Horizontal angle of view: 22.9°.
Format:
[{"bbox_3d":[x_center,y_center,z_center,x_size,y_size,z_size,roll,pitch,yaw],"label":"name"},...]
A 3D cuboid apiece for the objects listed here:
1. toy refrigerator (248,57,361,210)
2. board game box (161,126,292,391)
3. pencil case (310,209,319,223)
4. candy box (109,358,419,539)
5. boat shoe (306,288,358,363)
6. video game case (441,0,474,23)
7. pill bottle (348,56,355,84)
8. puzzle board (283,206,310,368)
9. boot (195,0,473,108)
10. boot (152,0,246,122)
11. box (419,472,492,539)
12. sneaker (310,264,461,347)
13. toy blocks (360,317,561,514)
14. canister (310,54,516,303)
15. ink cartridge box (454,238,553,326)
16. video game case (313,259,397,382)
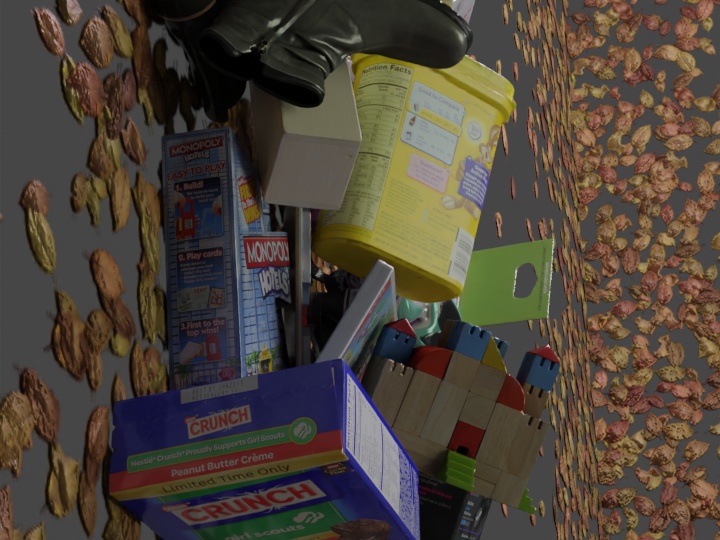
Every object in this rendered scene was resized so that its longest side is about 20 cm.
[{"bbox_3d":[-0.046,-0.145,1.428,0.200,0.070,0.076,-100,-158,-45],"label":"toy refrigerator"},{"bbox_3d":[-0.100,-0.010,1.402,0.200,0.062,0.200,-8,91,-75],"label":"board game box"},{"bbox_3d":[-0.018,-0.075,1.697,0.200,0.091,0.094,35,47,-73],"label":"pencil case"},{"bbox_3d":[-0.062,0.148,1.260,0.200,0.169,0.077,59,24,-56],"label":"candy box"},{"bbox_3d":[-0.020,0.084,1.639,0.199,0.068,0.074,81,13,-60],"label":"boat shoe"},{"bbox_3d":[0.073,-0.191,1.700,0.143,0.018,0.200,-58,166,-59],"label":"video game case"},{"bbox_3d":[-0.055,-0.258,1.592,0.112,0.112,0.200,15,69,-74],"label":"pill bottle"},{"bbox_3d":[-0.054,0.030,1.521,0.151,0.017,0.200,117,-27,-76],"label":"puzzle board"},{"bbox_3d":[-0.021,-0.169,1.373,0.068,0.200,0.131,112,-3,-51],"label":"boot"},{"bbox_3d":[-0.114,-0.235,1.462,0.138,0.077,0.200,74,30,-45],"label":"boot"},{"bbox_3d":[0.053,0.203,1.638,0.106,0.122,0.200,36,72,-70],"label":"box"},{"bbox_3d":[0.000,0.000,1.650,0.078,0.140,0.200,-49,133,-30],"label":"sneaker"},{"bbox_3d":[0.079,0.104,1.461,0.100,0.200,0.137,-173,-75,-76],"label":"toy blocks"},{"bbox_3d":[0.044,-0.089,1.532,0.148,0.087,0.200,25,68,-29],"label":"canister"},{"bbox_3d":[0.096,-0.008,1.869,0.148,0.200,0.076,-77,155,-53],"label":"ink cartridge box"},{"bbox_3d":[-0.012,0.079,1.461,0.143,0.017,0.200,-59,170,-12],"label":"video game case"}]
